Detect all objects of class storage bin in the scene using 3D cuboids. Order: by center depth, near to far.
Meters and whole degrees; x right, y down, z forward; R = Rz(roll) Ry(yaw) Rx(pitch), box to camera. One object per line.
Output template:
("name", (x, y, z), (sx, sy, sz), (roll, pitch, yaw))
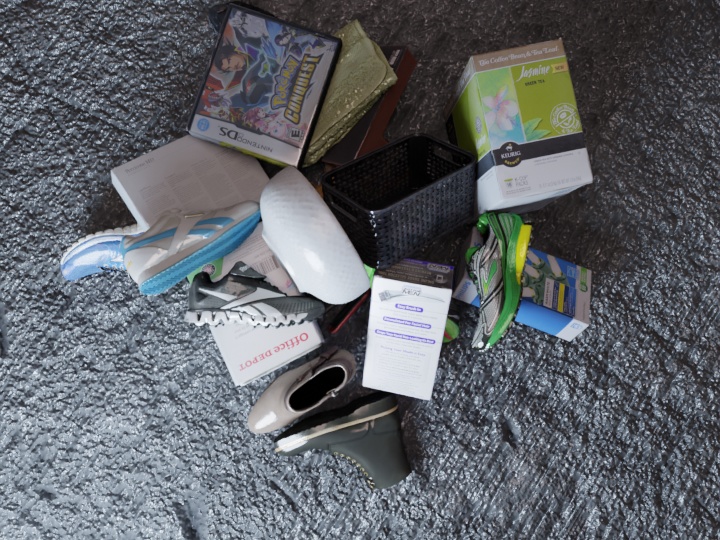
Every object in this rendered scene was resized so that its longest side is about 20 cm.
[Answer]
("storage bin", (0.056, -0.105, 0.777), (0.198, 0.095, 0.135), (-28, 43, -26))

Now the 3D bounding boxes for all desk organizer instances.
("desk organizer", (0.028, -0.236, 0.846), (0.071, 0.077, 0.203), (21, 84, 44))

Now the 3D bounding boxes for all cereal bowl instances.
("cereal bowl", (-0.074, -0.034, 0.735), (0.083, 0.200, 0.202), (-34, 88, -9))

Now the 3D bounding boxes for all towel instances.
("towel", (-0.048, -0.269, 0.828), (0.199, 0.036, 0.150), (-40, 61, 17))

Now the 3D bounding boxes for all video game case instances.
("video game case", (-0.141, -0.268, 0.798), (0.177, 0.026, 0.204), (19, 87, 4))

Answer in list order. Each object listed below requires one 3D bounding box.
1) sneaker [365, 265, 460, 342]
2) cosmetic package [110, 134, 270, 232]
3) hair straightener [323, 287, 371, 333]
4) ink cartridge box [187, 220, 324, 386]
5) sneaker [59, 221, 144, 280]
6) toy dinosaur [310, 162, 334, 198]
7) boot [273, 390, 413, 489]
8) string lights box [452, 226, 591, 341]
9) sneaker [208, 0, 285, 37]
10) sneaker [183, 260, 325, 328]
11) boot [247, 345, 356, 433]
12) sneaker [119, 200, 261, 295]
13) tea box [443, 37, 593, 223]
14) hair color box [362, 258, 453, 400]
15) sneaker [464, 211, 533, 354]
("sneaker", (0.081, 0.024, 0.841), (0.200, 0.076, 0.084), (47, 46, -15))
("cosmetic package", (-0.242, -0.121, 0.820), (0.199, 0.052, 0.152), (-33, 90, -27))
("hair straightener", (0.000, 0.000, 0.850), (0.200, 0.041, 0.077), (-46, 108, -4))
("ink cartridge box", (-0.157, 0.050, 0.828), (0.143, 0.088, 0.203), (-26, 86, -3))
("sneaker", (-0.356, -0.018, 0.830), (0.196, 0.079, 0.091), (-18, 85, -3))
("toy dinosaur", (-0.071, -0.079, 0.853), (0.104, 0.060, 0.205), (6, 86, -3))
("boot", (-0.021, 0.282, 0.827), (0.196, 0.077, 0.141), (-18, 92, -2))
("string lights box", (0.247, 0.021, 0.839), (0.196, 0.059, 0.104), (20, 56, -1))
("sneaker", (-0.208, -0.338, 0.862), (0.113, 0.076, 0.201), (40, 86, 8))
("sneaker", (-0.147, 0.033, 0.753), (0.195, 0.066, 0.093), (0, 89, 1))
("boot", (-0.091, 0.181, 0.792), (0.199, 0.146, 0.071), (-40, 90, -3))
("sneaker", (-0.222, -0.052, 0.736), (0.198, 0.077, 0.081), (-32, 77, -27))
("tea box", (0.218, -0.190, 0.799), (0.131, 0.200, 0.201), (-12, 87, -3))
("hair color box", (0.066, 0.084, 0.788), (0.107, 0.065, 0.203), (10, 124, 7))
("sneaker", (0.179, 0.016, 0.758), (0.083, 0.078, 0.204), (12, 76, 5))
